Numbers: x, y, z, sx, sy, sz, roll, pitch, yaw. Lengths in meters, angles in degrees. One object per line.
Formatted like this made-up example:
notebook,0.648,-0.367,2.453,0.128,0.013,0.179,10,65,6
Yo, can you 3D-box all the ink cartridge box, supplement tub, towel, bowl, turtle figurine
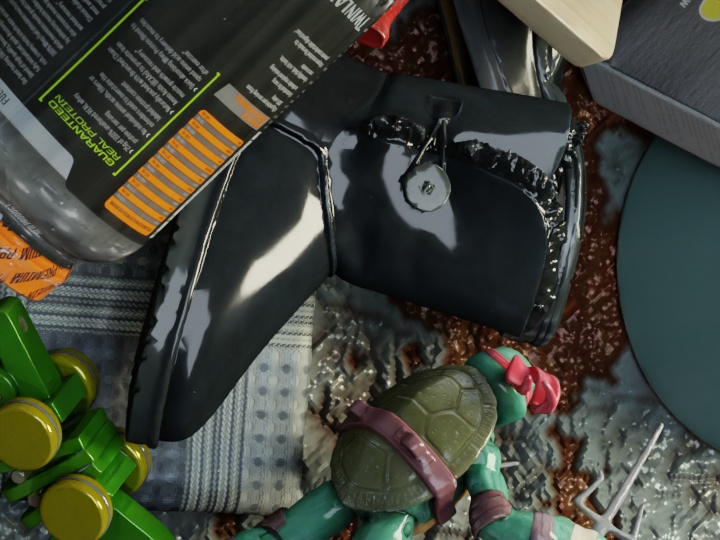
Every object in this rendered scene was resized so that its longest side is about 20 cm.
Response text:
ink cartridge box,0.235,-0.118,1.312,0.198,0.200,0.047,-45,137,-16
supplement tub,-0.092,-0.090,1.146,0.200,0.123,0.123,-43,106,4
towel,-0.108,0.004,1.261,0.191,0.035,0.201,6,90,-19
bowl,0.233,-0.004,1.354,0.200,0.105,0.202,0,89,-22
turtle figurine,0.024,0.096,1.226,0.200,0.150,0.101,-39,120,-18

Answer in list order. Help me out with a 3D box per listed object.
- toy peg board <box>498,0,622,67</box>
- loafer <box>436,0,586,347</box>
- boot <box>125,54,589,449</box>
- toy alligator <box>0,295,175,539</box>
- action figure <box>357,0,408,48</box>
toy peg board,0.088,-0.230,1.222,0.200,0.097,0.200,35,54,-38
loafer,0.062,-0.065,1.309,0.072,0.073,0.201,0,81,-12
boot,0.000,0.000,1.220,0.167,0.076,0.201,18,76,-4
toy alligator,-0.147,0.057,1.206,0.054,0.059,0.201,-27,103,25
action figure,0.021,-0.193,1.276,0.099,0.065,0.200,34,47,4
